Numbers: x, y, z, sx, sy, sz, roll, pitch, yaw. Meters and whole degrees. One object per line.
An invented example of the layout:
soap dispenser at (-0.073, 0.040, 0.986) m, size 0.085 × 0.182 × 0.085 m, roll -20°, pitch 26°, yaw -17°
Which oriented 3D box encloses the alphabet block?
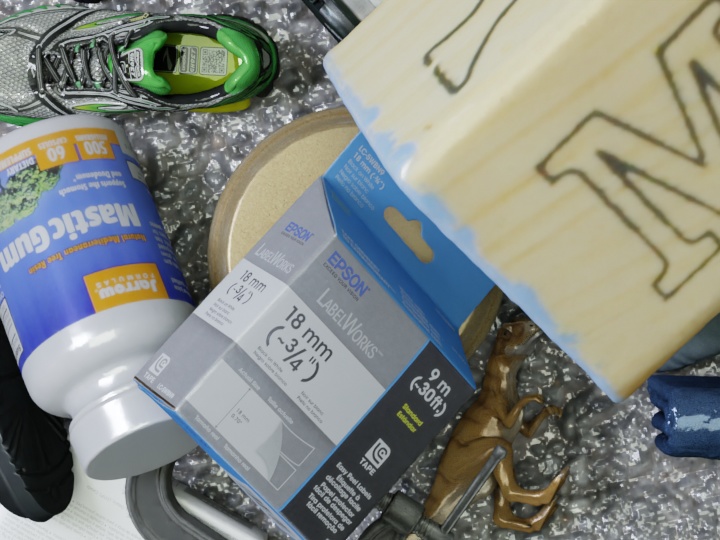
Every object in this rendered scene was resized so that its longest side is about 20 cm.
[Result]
alphabet block at (0.127, -0.090, 1.256) m, size 0.200 × 0.196 × 0.196 m, roll -43°, pitch 118°, yaw 8°

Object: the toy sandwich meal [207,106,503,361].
toy sandwich meal at (0.000, 0.000, 1.443) m, size 0.204 × 0.070 × 0.207 m, roll 0°, pitch 88°, yaw 0°

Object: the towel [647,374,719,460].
towel at (0.276, 0.093, 1.414) m, size 0.199 × 0.112 × 0.049 m, roll 2°, pitch 92°, yaw 1°

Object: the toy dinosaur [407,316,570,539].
toy dinosaur at (0.070, 0.127, 1.454) m, size 0.106 × 0.060 × 0.201 m, roll 31°, pitch 86°, yaw 13°

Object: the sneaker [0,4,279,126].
sneaker at (-0.151, -0.131, 1.433) m, size 0.199 × 0.085 × 0.079 m, roll -5°, pitch 91°, yaw 2°

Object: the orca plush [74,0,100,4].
orca plush at (-0.156, -0.268, 1.438) m, size 0.105 × 0.071 × 0.201 m, roll 24°, pitch 91°, yaw 1°

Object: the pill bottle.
pill bottle at (-0.159, 0.018, 1.392) m, size 0.112 × 0.112 × 0.201 m, roll -24°, pitch 69°, yaw 1°

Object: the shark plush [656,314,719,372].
shark plush at (0.248, 0.026, 1.393) m, size 0.199 × 0.091 × 0.084 m, roll 4°, pitch 89°, yaw 41°

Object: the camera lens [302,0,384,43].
camera lens at (0.061, -0.205, 1.391) m, size 0.200 × 0.160 × 0.160 m, roll -42°, pitch 90°, yaw 1°

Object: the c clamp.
c clamp at (-0.037, 0.133, 1.416) m, size 0.199 × 0.027 × 0.172 m, roll 28°, pitch 103°, yaw 1°

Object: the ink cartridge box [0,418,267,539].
ink cartridge box at (-0.173, 0.215, 1.457) m, size 0.160 × 0.050 × 0.201 m, roll 29°, pitch 93°, yaw 0°

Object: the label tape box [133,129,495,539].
label tape box at (-0.009, 0.041, 1.333) m, size 0.200 × 0.063 × 0.144 m, roll -48°, pitch 120°, yaw -9°

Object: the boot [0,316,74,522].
boot at (-0.280, 0.084, 1.423) m, size 0.162 × 0.073 × 0.199 m, roll -25°, pitch 92°, yaw 22°
